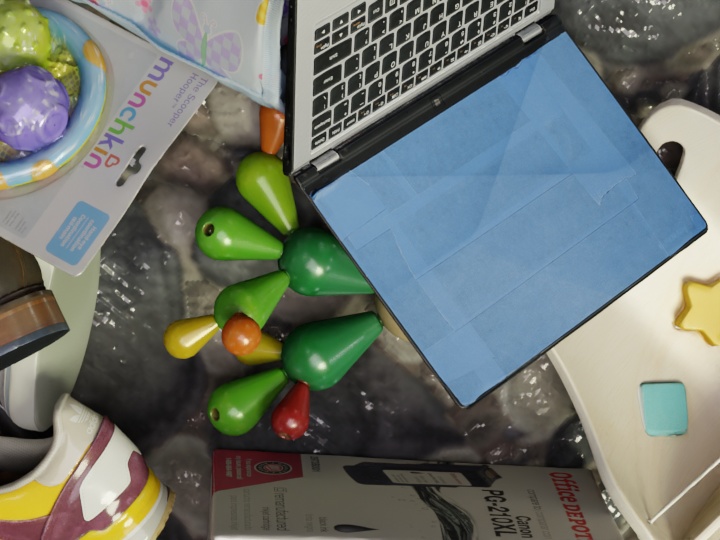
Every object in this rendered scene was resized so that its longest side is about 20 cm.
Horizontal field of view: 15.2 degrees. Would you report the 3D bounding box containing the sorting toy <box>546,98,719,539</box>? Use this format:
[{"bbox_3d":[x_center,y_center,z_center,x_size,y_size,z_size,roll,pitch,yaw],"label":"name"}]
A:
[{"bbox_3d":[0.172,0.018,1.330,0.200,0.107,0.180,-43,94,6],"label":"sorting toy"}]

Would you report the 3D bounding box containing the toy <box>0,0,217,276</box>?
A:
[{"bbox_3d":[-0.180,-0.092,1.242,0.199,0.047,0.115,27,74,26],"label":"toy"}]

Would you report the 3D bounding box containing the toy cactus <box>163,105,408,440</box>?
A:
[{"bbox_3d":[0.000,0.000,1.323,0.164,0.102,0.201,19,93,-17],"label":"toy cactus"}]

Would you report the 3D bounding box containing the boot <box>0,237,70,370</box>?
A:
[{"bbox_3d":[-0.245,0.026,1.265,0.199,0.075,0.097,-23,85,-6],"label":"boot"}]

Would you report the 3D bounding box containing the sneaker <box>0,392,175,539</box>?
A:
[{"bbox_3d":[-0.190,0.132,1.329,0.200,0.075,0.090,-33,109,18],"label":"sneaker"}]

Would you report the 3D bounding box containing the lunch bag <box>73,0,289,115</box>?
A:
[{"bbox_3d":[-0.049,-0.191,1.225,0.169,0.127,0.201,29,95,28],"label":"lunch bag"}]

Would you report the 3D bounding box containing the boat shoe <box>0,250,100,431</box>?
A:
[{"bbox_3d":[-0.171,-0.023,1.320,0.071,0.070,0.202,8,106,17],"label":"boat shoe"}]

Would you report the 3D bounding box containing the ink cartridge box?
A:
[{"bbox_3d":[0.024,0.150,1.322,0.199,0.145,0.085,3,103,-4],"label":"ink cartridge box"}]

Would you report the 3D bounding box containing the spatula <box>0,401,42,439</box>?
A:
[{"bbox_3d":[-0.201,0.055,1.345,0.200,0.056,0.021,45,59,-17],"label":"spatula"}]

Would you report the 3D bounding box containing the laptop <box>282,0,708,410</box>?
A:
[{"bbox_3d":[0.069,-0.081,1.211,0.116,0.187,0.201,30,136,30],"label":"laptop"}]
